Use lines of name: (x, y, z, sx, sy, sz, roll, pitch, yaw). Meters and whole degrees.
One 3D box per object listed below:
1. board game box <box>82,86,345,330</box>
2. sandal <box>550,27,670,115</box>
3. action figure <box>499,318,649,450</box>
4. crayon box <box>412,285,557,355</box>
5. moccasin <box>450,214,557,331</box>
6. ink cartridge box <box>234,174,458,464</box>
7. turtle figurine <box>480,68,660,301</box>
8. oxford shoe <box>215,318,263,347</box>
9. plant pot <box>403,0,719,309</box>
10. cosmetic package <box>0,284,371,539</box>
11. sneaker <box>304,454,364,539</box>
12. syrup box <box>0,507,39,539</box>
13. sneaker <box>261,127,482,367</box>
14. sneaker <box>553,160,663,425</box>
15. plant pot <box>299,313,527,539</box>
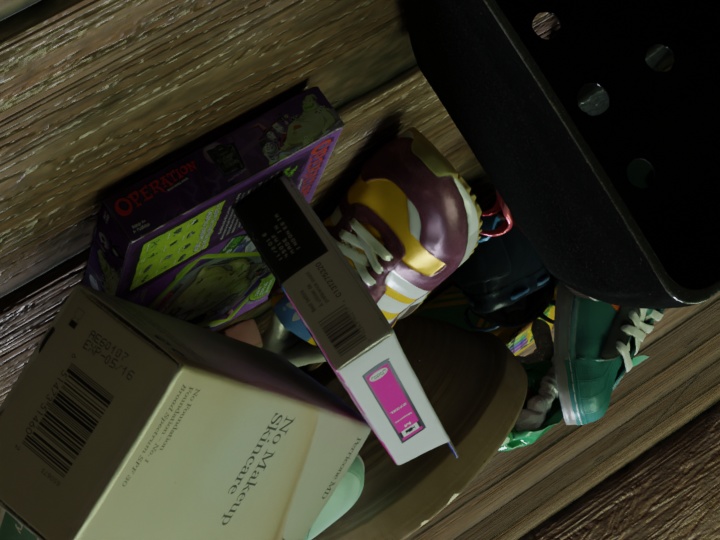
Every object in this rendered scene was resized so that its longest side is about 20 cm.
board game box: (-0.080, -0.007, 1.008, 0.120, 0.032, 0.200, -26, 164, -23)
sandal: (0.139, -0.125, 1.144, 0.200, 0.048, 0.075, -43, 171, -35)
action figure: (0.110, 0.081, 1.408, 0.117, 0.055, 0.200, -7, -165, 26)
crayon box: (0.080, 0.045, 1.528, 0.199, 0.051, 0.127, -35, 166, -10)
moccasin: (0.088, 0.007, 1.349, 0.080, 0.069, 0.200, -15, 172, 19)
ink cartridge box: (-0.003, 0.034, 1.010, 0.037, 0.095, 0.200, -34, 156, 0)
turtle figurine: (0.128, -0.054, 1.235, 0.200, 0.100, 0.151, 52, 52, -71)
oxford shoe: (-0.093, 0.084, 1.108, 0.071, 0.074, 0.200, -25, -177, 30)
plant pot: (0.130, -0.098, 0.914, 0.199, 0.200, 0.177, -32, 176, -19)
cosmetic package: (-0.085, 0.083, 0.989, 0.104, 0.073, 0.200, -58, 152, 5)
sneaker: (-0.038, 0.166, 1.143, 0.200, 0.118, 0.074, -24, 136, -46)
syrup box: (-0.116, 0.128, 1.194, 0.199, 0.081, 0.079, -12, 130, -50)
sneaker: (0.000, 0.000, 1.131, 0.090, 0.075, 0.200, -36, 166, -25)
sneaker: (0.174, 0.008, 1.354, 0.071, 0.079, 0.201, 64, 35, -59)
plant pot: (0.000, 0.091, 1.319, 0.200, 0.093, 0.201, -36, -164, 12)
